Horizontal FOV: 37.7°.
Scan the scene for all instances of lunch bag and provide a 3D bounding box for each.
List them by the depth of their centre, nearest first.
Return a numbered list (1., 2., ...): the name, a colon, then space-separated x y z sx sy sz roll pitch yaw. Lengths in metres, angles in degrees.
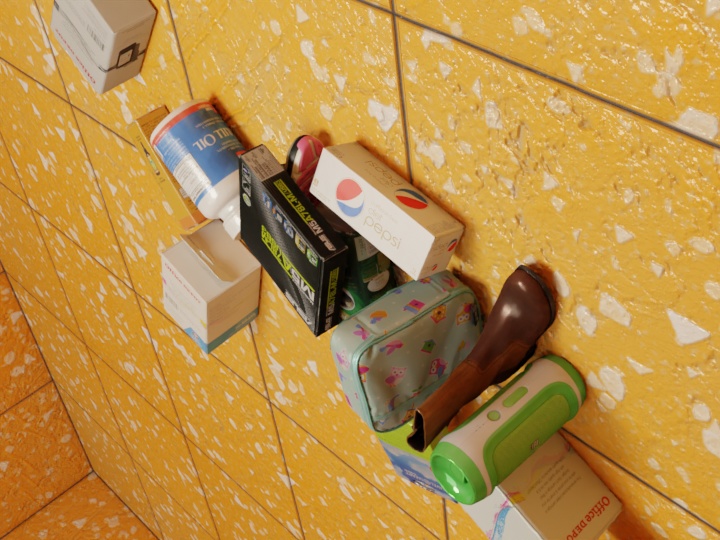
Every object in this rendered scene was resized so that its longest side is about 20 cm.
1. lunch bag: 0.068 0.102 1.322 0.077 0.199 0.162 37 149 50

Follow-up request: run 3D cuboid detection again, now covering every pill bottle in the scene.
1. pill bottle: -0.217 -0.149 1.590 0.201 0.112 0.112 52 153 4

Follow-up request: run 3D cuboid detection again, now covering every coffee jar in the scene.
1. coffee jar: 0.000 0.000 1.433 0.104 0.085 0.202 30 142 42

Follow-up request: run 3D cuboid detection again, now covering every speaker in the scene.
1. speaker: 0.174 0.184 1.231 0.088 0.199 0.089 38 149 29

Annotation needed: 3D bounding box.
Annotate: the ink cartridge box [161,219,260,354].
1. ink cartridge box: -0.258 0.021 1.828 0.129 0.125 0.201 44 151 19

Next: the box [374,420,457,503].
1. box: 0.079 0.244 1.503 0.121 0.048 0.201 20 150 36

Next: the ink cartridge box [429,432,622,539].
1. ink cartridge box: 0.207 0.272 1.320 0.200 0.145 0.083 49 135 12

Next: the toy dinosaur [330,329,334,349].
1. toy dinosaur: -0.027 0.059 1.579 0.201 0.077 0.102 57 141 8

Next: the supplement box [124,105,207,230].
1. supplement box: -0.312 -0.171 1.769 0.201 0.069 0.066 59 152 -11

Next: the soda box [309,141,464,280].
1. soda box: 0.029 -0.077 1.305 0.200 0.063 0.069 41 127 27

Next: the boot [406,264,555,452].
1. boot: 0.128 0.101 1.213 0.068 0.199 0.189 45 151 18

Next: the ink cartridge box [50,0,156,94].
1. ink cartridge box: -0.407 -0.392 1.656 0.146 0.083 0.200 53 153 3

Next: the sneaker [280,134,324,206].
1. sneaker: -0.097 -0.125 1.463 0.087 0.074 0.201 39 154 17

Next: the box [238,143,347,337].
1. box: -0.095 -0.038 1.416 0.200 0.047 0.194 51 154 23
